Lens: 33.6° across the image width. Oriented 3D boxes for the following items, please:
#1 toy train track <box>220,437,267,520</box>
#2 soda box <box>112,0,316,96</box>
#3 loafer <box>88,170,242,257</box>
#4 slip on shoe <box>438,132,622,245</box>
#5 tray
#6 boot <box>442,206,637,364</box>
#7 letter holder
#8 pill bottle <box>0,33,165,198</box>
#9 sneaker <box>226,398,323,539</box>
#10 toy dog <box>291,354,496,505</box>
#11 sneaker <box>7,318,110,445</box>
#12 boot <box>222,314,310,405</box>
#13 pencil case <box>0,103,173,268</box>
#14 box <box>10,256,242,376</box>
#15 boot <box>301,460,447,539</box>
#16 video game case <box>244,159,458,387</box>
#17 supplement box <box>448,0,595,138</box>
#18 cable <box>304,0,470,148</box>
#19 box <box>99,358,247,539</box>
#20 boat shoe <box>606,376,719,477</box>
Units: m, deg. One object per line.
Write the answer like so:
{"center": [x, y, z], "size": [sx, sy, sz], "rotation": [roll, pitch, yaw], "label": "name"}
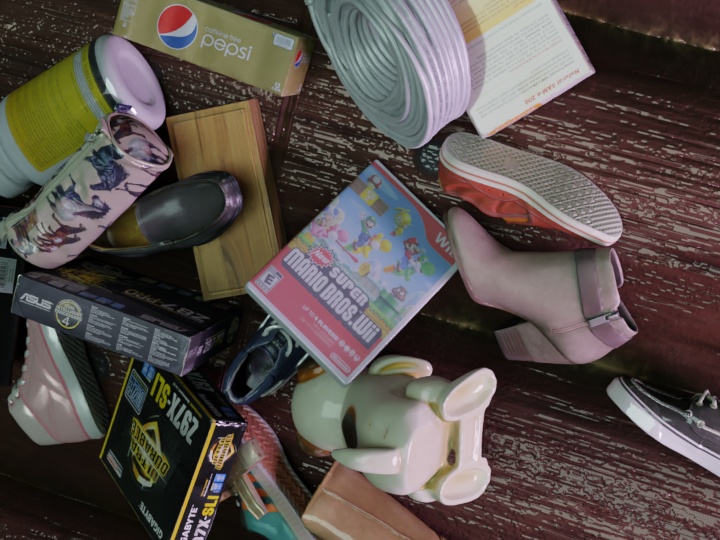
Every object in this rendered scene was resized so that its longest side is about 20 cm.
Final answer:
{"center": [-0.164, 0.240, 1.302], "size": [0.115, 0.032, 0.200], "rotation": [57, 136, 14], "label": "toy train track"}
{"center": [-0.152, -0.245, 1.244], "size": [0.198, 0.068, 0.065], "rotation": [22, 104, 9], "label": "soda box"}
{"center": [-0.207, -0.051, 1.256], "size": [0.199, 0.072, 0.074], "rotation": [-22, 88, 37], "label": "loafer"}
{"center": [0.168, -0.074, 1.200], "size": [0.198, 0.074, 0.061], "rotation": [22, 138, 4], "label": "slip on shoe"}
{"center": [-0.141, -0.075, 1.288], "size": [0.098, 0.037, 0.202], "rotation": [-9, 98, 16], "label": "tray"}
{"center": [0.185, 0.006, 1.191], "size": [0.145, 0.070, 0.201], "rotation": [-18, 112, 28], "label": "boot"}
{"center": [-0.438, 0.013, 1.355], "size": [0.099, 0.142, 0.202], "rotation": [6, 100, -19], "label": "letter holder"}
{"center": [-0.316, -0.159, 1.278], "size": [0.199, 0.112, 0.113], "rotation": [-27, 92, 16], "label": "pill bottle"}
{"center": [-0.114, 0.240, 1.317], "size": [0.080, 0.071, 0.201], "rotation": [-36, 84, 22], "label": "sneaker"}
{"center": [0.014, 0.160, 1.220], "size": [0.199, 0.193, 0.141], "rotation": [17, 121, 44], "label": "toy dog"}
{"center": [-0.364, 0.107, 1.354], "size": [0.104, 0.075, 0.202], "rotation": [-15, 100, 11], "label": "sneaker"}
{"center": [-0.066, 0.062, 1.261], "size": [0.073, 0.090, 0.201], "rotation": [38, 104, 6], "label": "boot"}
{"center": [-0.287, -0.081, 1.226], "size": [0.089, 0.078, 0.200], "rotation": [32, 123, -34], "label": "pencil case"}
{"center": [-0.244, 0.044, 1.269], "size": [0.198, 0.161, 0.050], "rotation": [19, 104, 11], "label": "box"}
{"center": [0.021, 0.309, 1.249], "size": [0.199, 0.175, 0.066], "rotation": [33, 121, 4], "label": "boot"}
{"center": [0.000, 0.000, 1.212], "size": [0.143, 0.017, 0.200], "rotation": [44, 68, 4], "label": "video game case"}
{"center": [0.128, -0.249, 1.169], "size": [0.125, 0.074, 0.201], "rotation": [-29, 91, 17], "label": "supplement box"}
{"center": [0.028, -0.220, 1.146], "size": [0.069, 0.200, 0.201], "rotation": [-31, 123, -19], "label": "cable"}
{"center": [-0.206, 0.185, 1.281], "size": [0.200, 0.049, 0.161], "rotation": [38, 111, 50], "label": "box"}
{"center": [0.341, 0.153, 1.191], "size": [0.199, 0.071, 0.064], "rotation": [31, 106, -1], "label": "boat shoe"}
